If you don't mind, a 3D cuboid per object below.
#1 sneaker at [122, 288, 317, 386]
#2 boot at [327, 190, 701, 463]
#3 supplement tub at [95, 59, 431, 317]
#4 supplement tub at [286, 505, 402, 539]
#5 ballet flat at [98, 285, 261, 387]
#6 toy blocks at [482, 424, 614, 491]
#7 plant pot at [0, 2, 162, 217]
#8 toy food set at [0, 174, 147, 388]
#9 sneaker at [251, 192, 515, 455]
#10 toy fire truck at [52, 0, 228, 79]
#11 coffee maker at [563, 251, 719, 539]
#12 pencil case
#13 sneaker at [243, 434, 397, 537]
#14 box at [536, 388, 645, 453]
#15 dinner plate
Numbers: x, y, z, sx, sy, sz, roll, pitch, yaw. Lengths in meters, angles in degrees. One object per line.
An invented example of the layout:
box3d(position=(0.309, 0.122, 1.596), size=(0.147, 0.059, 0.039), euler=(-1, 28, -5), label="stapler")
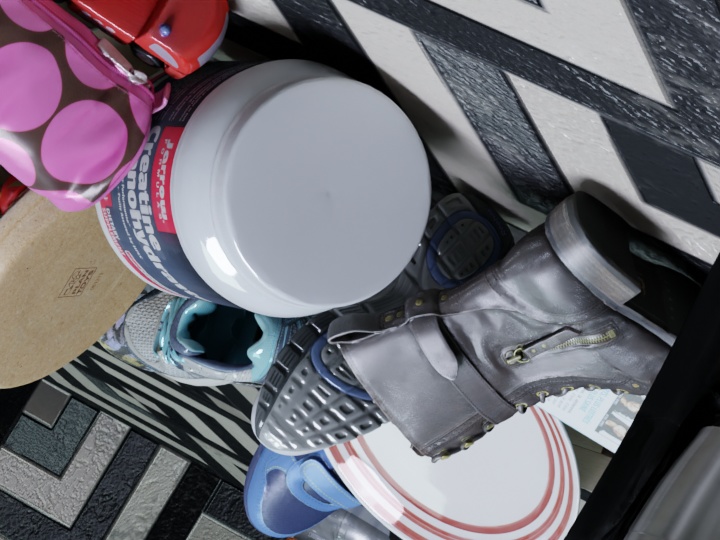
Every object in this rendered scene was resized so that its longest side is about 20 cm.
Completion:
box3d(position=(-0.089, 0.031, 1.730), size=(0.086, 0.078, 0.199), euler=(10, 175, -42), label="sneaker")
box3d(position=(0.101, 0.055, 1.548), size=(0.200, 0.174, 0.069), euler=(44, -153, -24), label="boot")
box3d(position=(-0.057, -0.048, 1.593), size=(0.140, 0.141, 0.200), euler=(35, 169, -22), label="supplement tub")
box3d(position=(0.030, 0.151, 2.110), size=(0.122, 0.201, 0.123), euler=(30, 169, 6), label="supplement tub")
box3d(position=(-0.078, 0.046, 1.890), size=(0.199, 0.073, 0.072), euler=(6, 171, -5), label="ballet flat")
box3d(position=(0.142, 0.105, 1.877), size=(0.136, 0.101, 0.200), euler=(19, -173, -6), label="toy blocks")
box3d(position=(-0.251, -0.134, 1.727), size=(0.200, 0.187, 0.187), euler=(43, 175, 22), label="plant pot")
box3d(position=(-0.187, -0.006, 1.729), size=(0.049, 0.201, 0.197), euler=(41, -143, 22), label="toy food set")
box3d(position=(0.009, 0.041, 1.630), size=(0.075, 0.200, 0.087), euler=(49, 151, -1), label="sneaker")
box3d(position=(-0.150, -0.178, 1.505), size=(0.199, 0.049, 0.141), euler=(34, 170, -12), label="toy fire truck")
box3d(position=(0.180, 0.092, 1.402), size=(0.135, 0.201, 0.192), euler=(41, 164, -35), label="coffee maker")
box3d(position=(-0.200, -0.124, 1.540), size=(0.093, 0.091, 0.200), euler=(-33, 127, 28), label="pencil case")
box3d(position=(0.001, 0.117, 1.864), size=(0.074, 0.200, 0.083), euler=(36, -156, -33), label="sneaker")
box3d(position=(0.171, 0.067, 1.636), size=(0.199, 0.049, 0.082), euler=(31, 133, 2), label="box")
box3d(position=(0.054, 0.101, 1.761), size=(0.199, 0.024, 0.201), euler=(20, 131, 25), label="dinner plate")
